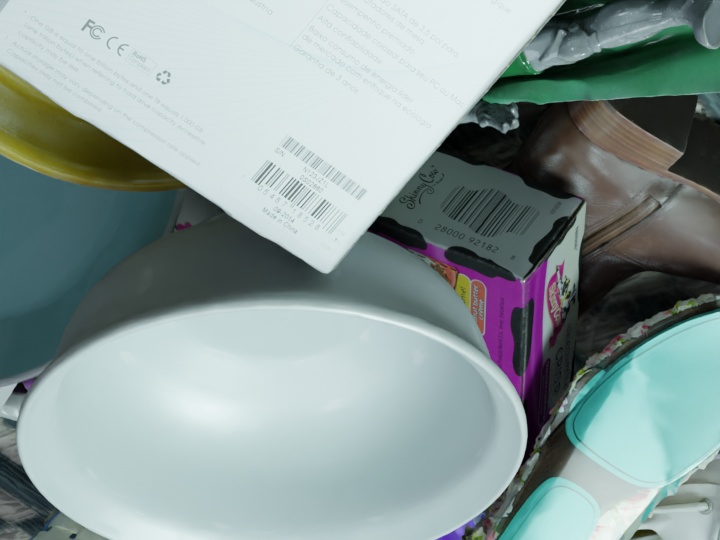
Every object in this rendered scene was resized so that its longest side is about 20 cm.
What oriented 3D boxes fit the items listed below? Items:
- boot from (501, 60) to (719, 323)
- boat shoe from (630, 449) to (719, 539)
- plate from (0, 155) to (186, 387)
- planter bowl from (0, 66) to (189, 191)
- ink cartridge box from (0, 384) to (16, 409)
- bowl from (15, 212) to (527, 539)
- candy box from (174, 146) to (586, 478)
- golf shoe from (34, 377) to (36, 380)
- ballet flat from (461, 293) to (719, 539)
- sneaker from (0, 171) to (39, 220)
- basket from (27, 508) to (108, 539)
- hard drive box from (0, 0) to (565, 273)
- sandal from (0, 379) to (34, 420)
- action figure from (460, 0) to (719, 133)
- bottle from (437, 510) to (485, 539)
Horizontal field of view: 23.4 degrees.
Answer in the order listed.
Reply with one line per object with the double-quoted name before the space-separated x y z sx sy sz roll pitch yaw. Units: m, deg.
"boot" 0.122 0.008 0.800 0.186 0.064 0.200 39 139 -5
"boat shoe" 0.154 0.115 0.779 0.202 0.086 0.075 -8 158 29
"plate" -0.163 -0.045 0.774 0.200 0.201 0.026 5 170 20
"planter bowl" -0.082 -0.137 0.657 0.200 0.084 0.201 -5 120 -8
"ink cartridge box" -0.305 0.047 0.943 0.200 0.147 0.145 40 141 -4
"bowl" -0.036 0.037 0.708 0.200 0.091 0.201 -1 144 -1
"candy box" 0.000 0.000 0.796 0.200 0.061 0.137 22 140 23
"golf shoe" -0.098 0.036 0.948 0.078 0.095 0.200 -42 142 20
"ballet flat" 0.099 0.083 0.752 0.076 0.064 0.200 41 96 -10
"sneaker" -0.175 -0.053 0.826 0.200 0.073 0.085 35 157 0
"basket" -0.167 0.236 1.159 0.139 0.176 0.200 22 134 21
"hard drive box" -0.013 -0.124 0.584 0.156 0.077 0.200 33 109 -26
"sandal" -0.170 0.073 1.039 0.202 0.050 0.082 4 166 46
"action figure" 0.049 -0.097 0.694 0.200 0.055 0.118 -11 115 40
"bottle" 0.068 0.107 0.885 0.200 0.084 0.065 20 178 -26
